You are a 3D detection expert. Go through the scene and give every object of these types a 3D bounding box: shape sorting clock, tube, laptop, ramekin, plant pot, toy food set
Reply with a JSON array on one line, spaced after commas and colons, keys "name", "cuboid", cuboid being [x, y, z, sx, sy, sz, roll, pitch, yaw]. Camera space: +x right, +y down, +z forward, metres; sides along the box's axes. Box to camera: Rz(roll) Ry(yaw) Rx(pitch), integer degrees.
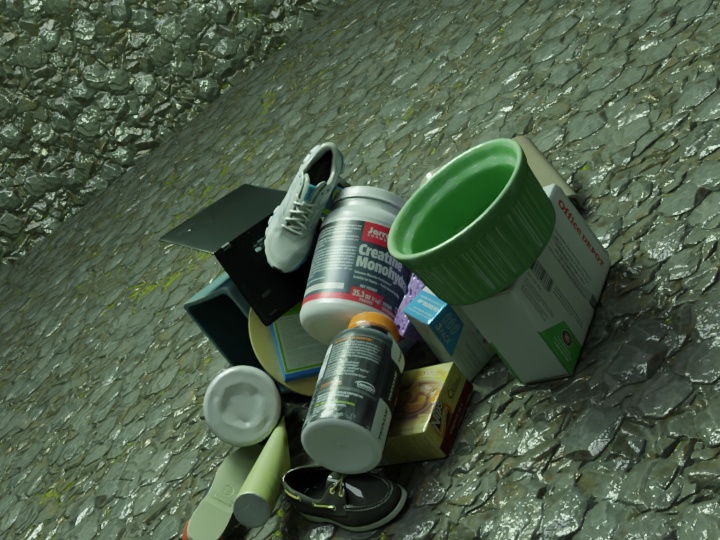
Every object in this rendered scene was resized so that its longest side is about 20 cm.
[{"name": "shape sorting clock", "cuboid": [-0.070, 0.086, 1.724, 0.201, 0.200, 0.039, -52, 9, -26]}, {"name": "tube", "cuboid": [-0.120, 0.270, 1.570, 0.058, 0.052, 0.200, -52, 3, 19]}, {"name": "laptop", "cuboid": [-0.155, -0.030, 1.739, 0.187, 0.201, 0.116, -37, 1, -36]}, {"name": "ramekin", "cuboid": [0.138, -0.053, 1.409, 0.199, 0.098, 0.201, -35, 23, 17]}, {"name": "plant pot", "cuboid": [-0.120, 0.053, 1.840, 0.200, 0.197, 0.195, -45, 12, -27]}, {"name": "toy food set", "cuboid": [0.202, -0.107, 1.703, 0.197, 0.061, 0.144, -22, 50, -13]}]

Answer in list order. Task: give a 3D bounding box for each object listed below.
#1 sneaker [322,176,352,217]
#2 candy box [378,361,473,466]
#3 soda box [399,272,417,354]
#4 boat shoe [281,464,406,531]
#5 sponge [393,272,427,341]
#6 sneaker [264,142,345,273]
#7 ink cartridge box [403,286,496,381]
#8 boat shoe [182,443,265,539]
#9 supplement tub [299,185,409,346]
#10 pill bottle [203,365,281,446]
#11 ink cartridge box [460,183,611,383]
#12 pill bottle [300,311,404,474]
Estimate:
[{"name": "sneaker", "cuboid": [-0.012, -0.099, 1.787, 0.071, 0.198, 0.083, -43, 42, 20]}, {"name": "candy box", "cuboid": [0.043, 0.193, 1.539, 0.198, 0.055, 0.116, -17, 34, 42]}, {"name": "soda box", "cuboid": [0.098, 0.026, 1.737, 0.200, 0.064, 0.070, -47, 25, -13]}, {"name": "boat shoe", "cuboid": [-0.026, 0.280, 1.483, 0.200, 0.061, 0.072, -12, 37, 48]}, {"name": "sponge", "cuboid": [0.120, 0.001, 1.587, 0.030, 0.111, 0.203, 31, 104, 43]}, {"name": "sneaker", "cuboid": [-0.081, -0.094, 1.655, 0.087, 0.074, 0.203, 127, 165, -83]}, {"name": "ink cartridge box", "cuboid": [0.166, 0.029, 1.558, 0.200, 0.116, 0.068, -46, 32, -12]}, {"name": "boat shoe", "cuboid": [-0.184, 0.324, 1.645, 0.201, 0.070, 0.063, -53, -13, -45]}, {"name": "supplement tub", "cuboid": [0.000, 0.000, 1.648, 0.139, 0.140, 0.203, -14, 55, 45]}, {"name": "pill bottle", "cuboid": [-0.168, 0.196, 1.721, 0.111, 0.111, 0.200, -42, -2, -5]}, {"name": "ink cartridge box", "cuboid": [0.223, 0.016, 1.468, 0.083, 0.146, 0.201, -18, 31, 42]}, {"name": "pill bottle", "cuboid": [-0.002, 0.146, 1.487, 0.105, 0.106, 0.202, -23, 33, 34]}]
